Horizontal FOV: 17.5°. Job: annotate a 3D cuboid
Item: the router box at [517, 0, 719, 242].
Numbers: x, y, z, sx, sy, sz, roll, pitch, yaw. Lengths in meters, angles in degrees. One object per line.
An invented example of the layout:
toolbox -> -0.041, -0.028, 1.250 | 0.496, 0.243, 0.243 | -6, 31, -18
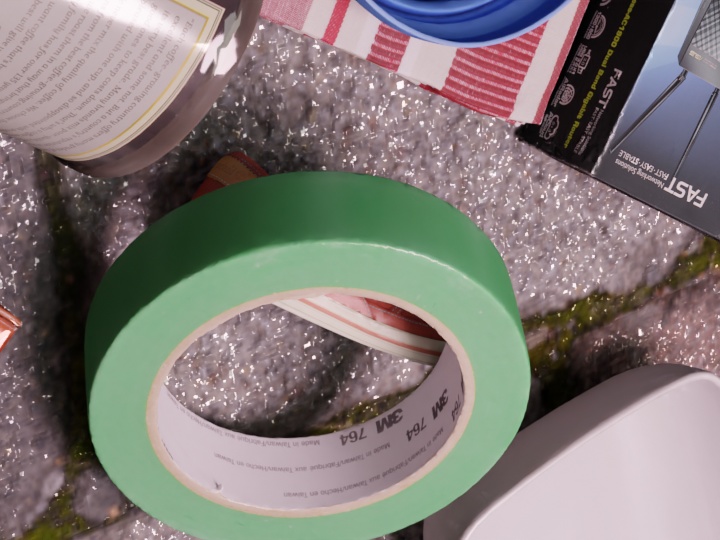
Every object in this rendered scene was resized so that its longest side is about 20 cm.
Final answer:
router box -> 0.195, -0.094, 1.211 | 0.199, 0.062, 0.151 | 22, 96, -39

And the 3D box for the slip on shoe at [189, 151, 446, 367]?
slip on shoe -> 0.000, 0.000, 1.106 | 0.199, 0.074, 0.061 | 25, 90, -35

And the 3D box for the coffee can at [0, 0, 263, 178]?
coffee can -> -0.153, -0.137, 0.887 | 0.199, 0.146, 0.147 | 23, 94, -39

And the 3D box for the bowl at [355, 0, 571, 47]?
bowl -> 0.049, -0.203, 1.052 | 0.200, 0.039, 0.202 | -14, 114, -34

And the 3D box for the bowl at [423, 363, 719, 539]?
bowl -> 0.119, 0.156, 1.250 | 0.199, 0.075, 0.201 | -30, 122, -23

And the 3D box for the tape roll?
tape roll -> -0.025, 0.045, 1.053 | 0.199, 0.048, 0.201 | -5, 135, -5

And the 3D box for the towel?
towel -> 0.038, -0.161, 1.098 | 0.199, 0.023, 0.145 | 19, 94, -41

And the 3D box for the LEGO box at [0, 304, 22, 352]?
LEGO box -> -0.259, 0.026, 0.921 | 0.200, 0.077, 0.149 | 37, 85, -39
